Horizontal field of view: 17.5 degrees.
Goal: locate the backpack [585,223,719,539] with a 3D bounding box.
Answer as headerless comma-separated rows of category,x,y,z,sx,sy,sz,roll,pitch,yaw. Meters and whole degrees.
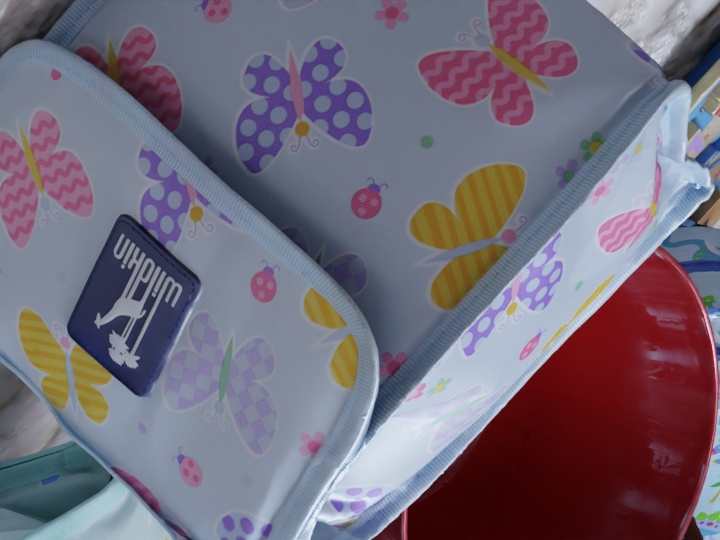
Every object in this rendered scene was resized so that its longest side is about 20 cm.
backpack,0.150,0.070,1.183,0.163,0.154,0.200,19,116,-20

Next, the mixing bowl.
mixing bowl,0.057,0.069,1.047,0.200,0.108,0.201,-15,113,-39

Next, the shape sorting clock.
shape sorting clock,0.192,-0.073,1.190,0.200,0.039,0.200,-38,157,-20

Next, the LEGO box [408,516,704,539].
LEGO box,0.067,0.201,1.138,0.199,0.077,0.149,-1,134,-20

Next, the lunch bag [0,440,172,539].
lunch bag,-0.131,0.164,0.810,0.200,0.122,0.171,-28,108,-38

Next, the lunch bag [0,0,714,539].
lunch bag,-0.019,-0.020,0.715,0.200,0.170,0.127,-45,160,-1
